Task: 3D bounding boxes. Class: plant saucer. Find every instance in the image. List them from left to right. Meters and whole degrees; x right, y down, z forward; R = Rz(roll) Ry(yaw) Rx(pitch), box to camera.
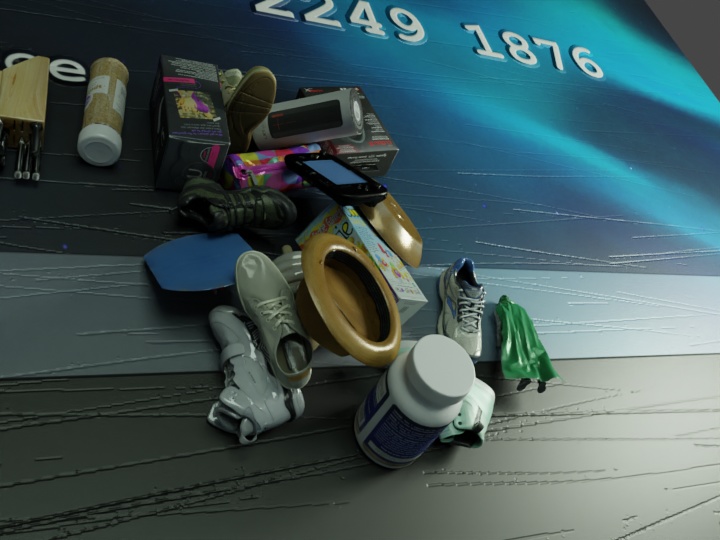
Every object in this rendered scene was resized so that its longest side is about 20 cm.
[{"bbox_3d":[0.051,-0.094,1.286,0.201,0.035,0.201,48,13,-15],"label":"plant saucer"}]

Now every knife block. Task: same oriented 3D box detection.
[{"bbox_3d":[-0.521,-0.235,1.158,0.175,0.064,0.200,39,46,6],"label":"knife block"}]

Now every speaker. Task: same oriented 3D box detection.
[{"bbox_3d":[-0.098,-0.271,1.329,0.195,0.082,0.082,-6,45,17],"label":"speaker"}]

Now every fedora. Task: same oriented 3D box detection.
[{"bbox_3d":[-0.028,0.050,1.010,0.199,0.081,0.203,34,38,-31],"label":"fedora"}]

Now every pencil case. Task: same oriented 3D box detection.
[{"bbox_3d":[-0.151,-0.172,1.288,0.197,0.089,0.089,-17,62,-36],"label":"pencil case"}]

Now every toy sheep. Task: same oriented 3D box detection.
[{"bbox_3d":[-0.100,0.039,1.113,0.135,0.139,0.203,2,51,-26],"label":"toy sheep"}]

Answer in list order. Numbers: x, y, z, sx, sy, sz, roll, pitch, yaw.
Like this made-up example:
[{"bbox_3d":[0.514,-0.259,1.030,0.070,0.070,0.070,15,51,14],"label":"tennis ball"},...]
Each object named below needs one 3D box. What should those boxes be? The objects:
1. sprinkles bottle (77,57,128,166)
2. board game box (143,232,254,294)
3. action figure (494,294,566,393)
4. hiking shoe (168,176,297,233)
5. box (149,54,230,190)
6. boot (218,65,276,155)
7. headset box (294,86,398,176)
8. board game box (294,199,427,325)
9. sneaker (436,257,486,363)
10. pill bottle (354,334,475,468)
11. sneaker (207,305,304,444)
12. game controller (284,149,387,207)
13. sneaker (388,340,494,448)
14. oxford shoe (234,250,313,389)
[{"bbox_3d":[-0.429,-0.268,1.231,0.067,0.069,0.203,8,50,-21],"label":"sprinkles bottle"},{"bbox_3d":[-0.234,0.001,1.102,0.155,0.040,0.200,-15,29,-24],"label":"board game box"},{"bbox_3d":[0.278,0.120,1.294,0.116,0.055,0.203,10,43,-18],"label":"action figure"},{"bbox_3d":[-0.202,-0.088,1.176,0.195,0.077,0.101,9,36,5],"label":"hiking shoe"},{"bbox_3d":[-0.294,-0.248,1.247,0.104,0.123,0.203,4,52,-25],"label":"box"},{"bbox_3d":[-0.212,-0.308,1.287,0.071,0.201,0.157,9,48,-28],"label":"boot"},{"bbox_3d":[-0.029,-0.262,1.431,0.146,0.078,0.202,-9,57,-33],"label":"headset box"},{"bbox_3d":[0.000,0.000,1.189,0.104,0.103,0.202,10,43,-59],"label":"board game box"},{"bbox_3d":[0.177,0.062,1.266,0.075,0.086,0.203,10,50,-20],"label":"sneaker"},{"bbox_3d":[0.075,0.184,1.031,0.113,0.201,0.118,14,48,-16],"label":"pill bottle"},{"bbox_3d":[-0.173,0.143,1.020,0.114,0.075,0.201,-27,73,-43],"label":"sneaker"},{"bbox_3d":[-0.044,-0.154,1.204,0.103,0.043,0.199,1,25,-39],"label":"game controller"},{"bbox_3d":[0.118,0.193,1.131,0.198,0.074,0.119,30,39,-6],"label":"sneaker"},{"bbox_3d":[-0.114,0.063,1.005,0.074,0.058,0.204,-19,79,-19],"label":"oxford shoe"}]
